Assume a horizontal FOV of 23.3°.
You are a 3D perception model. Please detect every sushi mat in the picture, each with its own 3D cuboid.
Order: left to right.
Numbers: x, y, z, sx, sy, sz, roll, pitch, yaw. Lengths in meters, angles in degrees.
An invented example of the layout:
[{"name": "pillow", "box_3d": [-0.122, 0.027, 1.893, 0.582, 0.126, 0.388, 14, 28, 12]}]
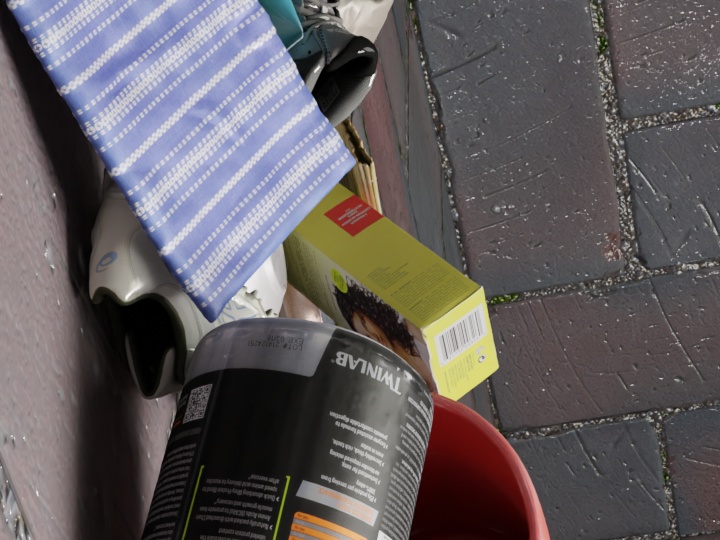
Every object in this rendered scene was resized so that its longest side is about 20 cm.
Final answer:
[{"name": "sushi mat", "box_3d": [-0.002, -0.037, 1.150, 0.201, 0.012, 0.096, 77, -13, -51]}]

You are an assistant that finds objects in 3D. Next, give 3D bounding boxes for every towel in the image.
[{"name": "towel", "box_3d": [-0.083, -0.097, 0.826, 0.201, 0.024, 0.145, 60, 42, -18]}]

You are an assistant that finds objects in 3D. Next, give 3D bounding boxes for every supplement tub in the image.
[{"name": "supplement tub", "box_3d": [-0.041, 0.134, 0.796, 0.123, 0.121, 0.202, 68, 32, -59]}]

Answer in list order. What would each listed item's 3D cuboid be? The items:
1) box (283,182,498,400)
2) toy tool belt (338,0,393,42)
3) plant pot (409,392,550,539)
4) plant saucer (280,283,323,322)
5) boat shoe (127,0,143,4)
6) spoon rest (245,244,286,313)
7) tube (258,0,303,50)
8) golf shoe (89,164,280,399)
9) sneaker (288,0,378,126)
[{"name": "box", "box_3d": [0.000, 0.000, 1.074, 0.200, 0.050, 0.076, 38, -26, 42]}, {"name": "toy tool belt", "box_3d": [-0.058, -0.167, 1.208, 0.200, 0.124, 0.124, -122, -130, -61]}, {"name": "plant pot", "box_3d": [0.036, 0.195, 1.040, 0.178, 0.198, 0.202, 53, 28, -56]}, {"name": "plant saucer", "box_3d": [-0.050, 0.071, 1.252, 0.200, 0.032, 0.202, -10, 90, -82]}, {"name": "boat shoe", "box_3d": [-0.114, -0.142, 0.918, 0.065, 0.073, 0.200, 55, 15, 5]}, {"name": "spoon rest", "box_3d": [-0.087, -0.036, 0.989, 0.201, 0.060, 0.100, 73, 9, -50]}, {"name": "tube", "box_3d": [-0.087, -0.206, 1.039, 0.077, 0.050, 0.202, -40, -113, 50]}, {"name": "golf shoe", "box_3d": [-0.094, 0.036, 0.890, 0.201, 0.078, 0.098, 66, 33, -45]}, {"name": "sneaker", "box_3d": [-0.020, -0.162, 1.041, 0.115, 0.074, 0.202, 23, -77, 51]}]
